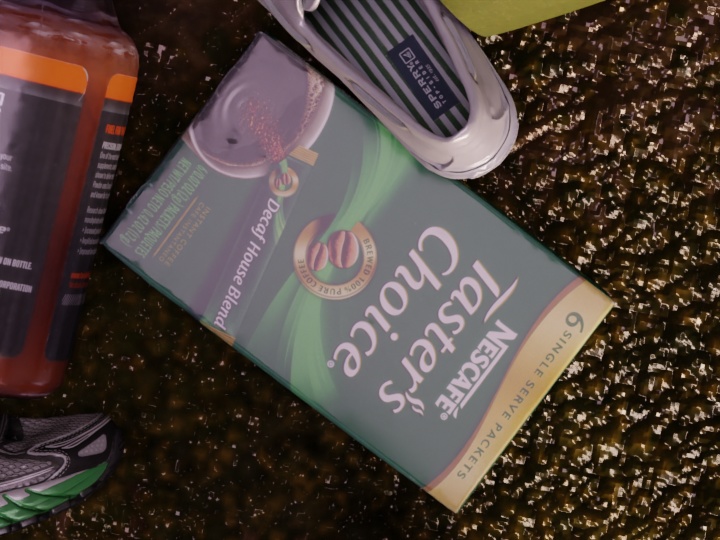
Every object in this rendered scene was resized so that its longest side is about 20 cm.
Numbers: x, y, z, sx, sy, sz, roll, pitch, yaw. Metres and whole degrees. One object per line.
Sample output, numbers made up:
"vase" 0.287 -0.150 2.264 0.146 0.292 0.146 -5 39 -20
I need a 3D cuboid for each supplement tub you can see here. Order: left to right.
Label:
"supplement tub" -0.156 -0.052 1.044 0.106 0.107 0.201 15 93 -2

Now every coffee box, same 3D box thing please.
"coffee box" 0.000 0.000 1.080 0.200 0.044 0.123 39 92 -3

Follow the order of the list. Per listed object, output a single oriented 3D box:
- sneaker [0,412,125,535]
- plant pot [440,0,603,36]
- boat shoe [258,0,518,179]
"sneaker" -0.202 0.077 1.066 0.199 0.078 0.086 -2 93 0
"plant pot" 0.104 -0.194 1.017 0.200 0.187 0.187 -36 94 17
"boat shoe" -0.004 -0.126 1.038 0.074 0.067 0.200 -44 76 2
